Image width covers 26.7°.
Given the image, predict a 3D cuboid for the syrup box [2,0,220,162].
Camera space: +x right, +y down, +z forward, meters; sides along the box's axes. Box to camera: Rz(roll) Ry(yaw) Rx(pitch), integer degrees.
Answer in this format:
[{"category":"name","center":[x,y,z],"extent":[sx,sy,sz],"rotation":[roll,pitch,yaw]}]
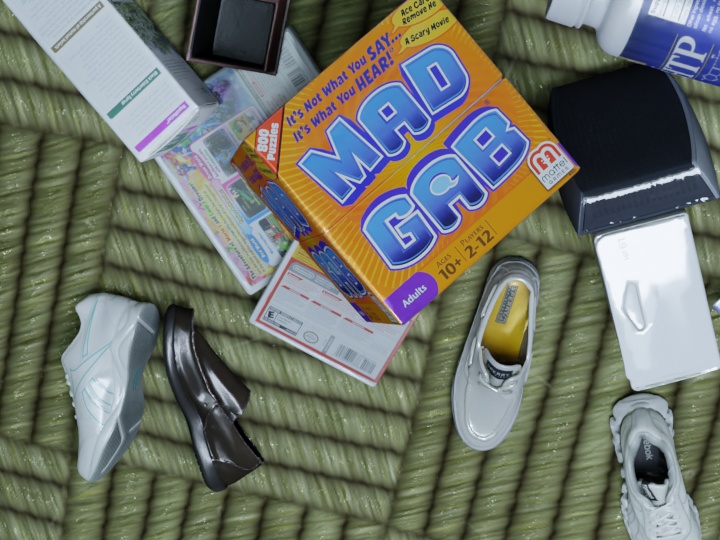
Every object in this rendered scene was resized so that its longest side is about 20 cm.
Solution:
[{"category":"syrup box","center":[-0.228,-0.201,1.398],"extent":[0.081,0.079,0.200],"rotation":[-39,91,14]}]

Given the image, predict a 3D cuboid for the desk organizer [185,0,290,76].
[{"category":"desk organizer","center":[-0.099,-0.279,1.362],"extent":[0.072,0.077,0.200],"rotation":[13,102,7]}]

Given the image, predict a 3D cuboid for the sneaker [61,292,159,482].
[{"category":"sneaker","center":[-0.260,0.115,1.524],"extent":[0.080,0.070,0.201],"rotation":[19,105,16]}]

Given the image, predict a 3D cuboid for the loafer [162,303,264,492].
[{"category":"loafer","center":[-0.146,0.120,1.512],"extent":[0.071,0.073,0.200],"rotation":[-16,110,0]}]

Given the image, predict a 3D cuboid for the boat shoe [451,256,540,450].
[{"category":"boat shoe","center":[0.133,0.089,1.468],"extent":[0.071,0.070,0.200],"rotation":[15,107,1]}]

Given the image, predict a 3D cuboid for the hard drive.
[{"category":"hard drive","center":[0.231,-0.115,1.329],"extent":[0.135,0.200,0.042],"rotation":[-15,125,9]}]

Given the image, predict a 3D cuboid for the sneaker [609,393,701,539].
[{"category":"sneaker","center":[0.291,0.224,1.490],"extent":[0.075,0.081,0.200],"rotation":[-16,106,8]}]

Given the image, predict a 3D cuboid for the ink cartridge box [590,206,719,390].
[{"category":"ink cartridge box","center":[0.258,0.001,1.361],"extent":[0.085,0.200,0.145],"rotation":[-14,105,10]}]

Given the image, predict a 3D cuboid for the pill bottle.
[{"category":"pill bottle","center":[0.270,-0.236,1.330],"extent":[0.200,0.120,0.120],"rotation":[16,108,1]}]

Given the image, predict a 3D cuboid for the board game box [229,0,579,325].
[{"category":"board game box","center":[0.030,-0.092,1.318],"extent":[0.200,0.200,0.200],"rotation":[-41,95,-7]}]

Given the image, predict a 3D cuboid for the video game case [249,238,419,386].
[{"category":"video game case","center":[0.000,0.000,1.463],"extent":[0.143,0.017,0.200],"rotation":[28,110,-7]}]

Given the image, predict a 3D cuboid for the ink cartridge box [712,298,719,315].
[{"category":"ink cartridge box","center":[0.469,0.031,1.433],"extent":[0.200,0.043,0.196],"rotation":[-41,100,17]}]

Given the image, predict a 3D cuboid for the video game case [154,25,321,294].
[{"category":"video game case","center":[-0.088,-0.103,1.457],"extent":[0.182,0.024,0.200],"rotation":[-31,102,14]}]
